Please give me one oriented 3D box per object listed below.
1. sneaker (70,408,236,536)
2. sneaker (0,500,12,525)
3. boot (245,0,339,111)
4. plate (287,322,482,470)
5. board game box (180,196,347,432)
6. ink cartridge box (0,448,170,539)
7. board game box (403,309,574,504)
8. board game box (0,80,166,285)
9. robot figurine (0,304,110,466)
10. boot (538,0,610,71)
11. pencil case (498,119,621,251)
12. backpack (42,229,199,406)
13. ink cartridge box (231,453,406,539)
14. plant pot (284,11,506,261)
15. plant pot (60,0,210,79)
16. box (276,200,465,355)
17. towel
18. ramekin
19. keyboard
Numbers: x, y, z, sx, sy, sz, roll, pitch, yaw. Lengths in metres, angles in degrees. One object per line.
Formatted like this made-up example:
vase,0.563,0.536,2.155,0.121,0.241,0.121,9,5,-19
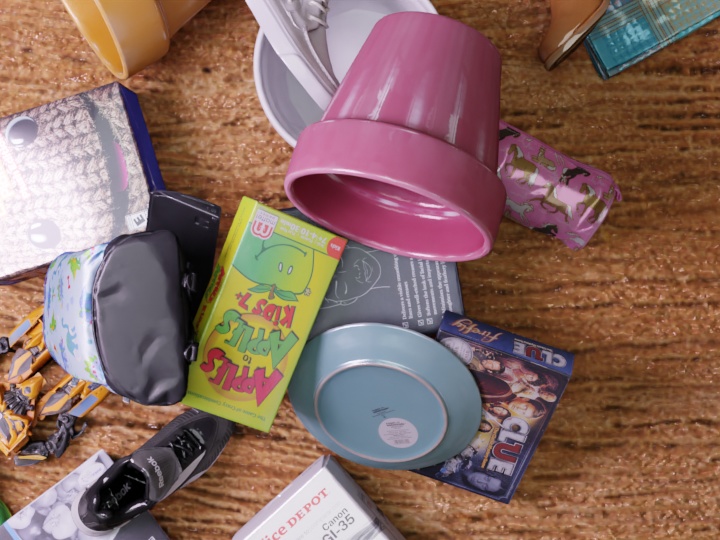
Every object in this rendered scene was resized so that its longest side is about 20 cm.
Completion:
sneaker,-0.205,0.203,1.245,0.200,0.090,0.067,-35,90,-21
sneaker,-0.429,0.234,1.278,0.074,0.084,0.201,-23,91,2
boot,-0.052,-0.257,1.163,0.095,0.074,0.201,-33,89,7
plate,0.022,0.136,1.206,0.199,0.026,0.201,6,128,8
board game box,-0.100,0.042,1.159,0.101,0.048,0.201,22,91,-24
ink cartridge box,-0.292,0.326,1.260,0.198,0.043,0.200,-37,90,-23
board game box,0.119,0.143,1.225,0.135,0.035,0.201,18,129,2
board game box,-0.314,-0.088,1.266,0.199,0.097,0.160,-18,90,2
robot figurine,-0.336,0.113,1.286,0.200,0.058,0.145,-43,88,1
boot,0.192,-0.317,1.239,0.154,0.074,0.201,32,77,0
pencil case,0.169,-0.100,1.258,0.199,0.087,0.083,30,60,1
backpack,-0.233,0.039,1.163,0.153,0.200,0.164,-3,96,-9
ink cartridge box,-0.024,0.317,1.264,0.146,0.083,0.200,-42,89,2
plant pot,0.047,-0.127,1.112,0.199,0.200,0.180,15,74,2
plant pot,-0.215,-0.326,1.225,0.183,0.200,0.201,-33,89,-13
box,0.000,0.000,1.250,0.198,0.107,0.150,-9,90,1
towel,0.311,-0.313,1.281,0.199,0.022,0.147,-28,90,2
ramekin,-0.008,-0.205,1.251,0.199,0.105,0.202,0,90,2
keyboard,-0.162,0.002,1.232,0.126,0.201,0.021,23,49,4
